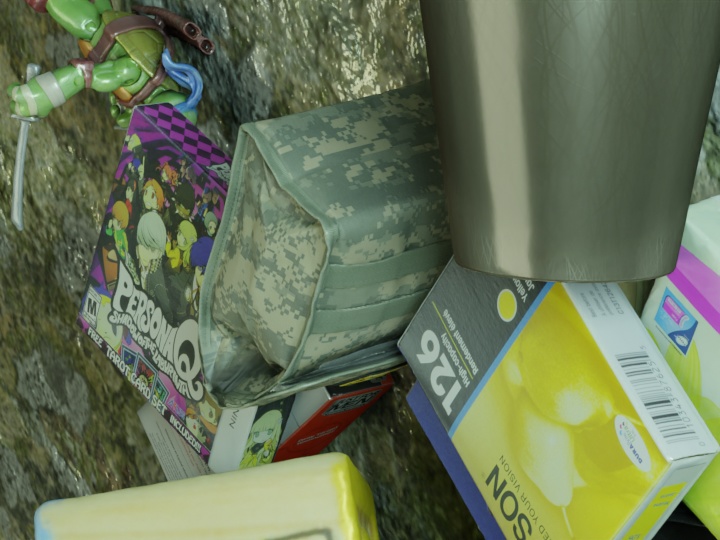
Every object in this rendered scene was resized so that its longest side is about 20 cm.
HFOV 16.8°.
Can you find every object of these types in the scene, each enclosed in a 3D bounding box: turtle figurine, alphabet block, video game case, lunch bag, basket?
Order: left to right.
[{"bbox_3d":[-0.207,-0.137,1.718,0.194,0.144,0.200,59,141,21],"label":"turtle figurine"},{"bbox_3d":[-0.107,0.015,1.617,0.200,0.036,0.182,43,127,36],"label":"video game case"},{"bbox_3d":[-0.082,0.235,1.554,0.195,0.200,0.197,60,-160,-78],"label":"alphabet block"},{"bbox_3d":[0.000,0.000,1.451,0.118,0.164,0.200,52,142,32],"label":"lunch bag"},{"bbox_3d":[0.107,-0.101,1.211,0.136,0.180,0.200,-97,7,-80],"label":"basket"}]

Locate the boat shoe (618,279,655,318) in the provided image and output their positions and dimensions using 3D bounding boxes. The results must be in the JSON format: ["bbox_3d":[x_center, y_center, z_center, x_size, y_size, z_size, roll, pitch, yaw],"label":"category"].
[{"bbox_3d":[0.119,0.041,1.366,0.073,0.063,0.200,-131,43,-60],"label":"boat shoe"}]

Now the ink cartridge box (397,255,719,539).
[{"bbox_3d":[0.092,0.084,1.333,0.198,0.047,0.200,60,137,31],"label":"ink cartridge box"}]

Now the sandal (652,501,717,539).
[{"bbox_3d":[0.193,0.151,1.341,0.200,0.048,0.075,34,130,46],"label":"sandal"}]

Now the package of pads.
[{"bbox_3d":[0.220,0.079,1.248,0.200,0.068,0.155,49,140,33],"label":"package of pads"}]

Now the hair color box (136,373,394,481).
[{"bbox_3d":[-0.068,0.087,1.662,0.200,0.061,0.102,-45,65,45],"label":"hair color box"}]
